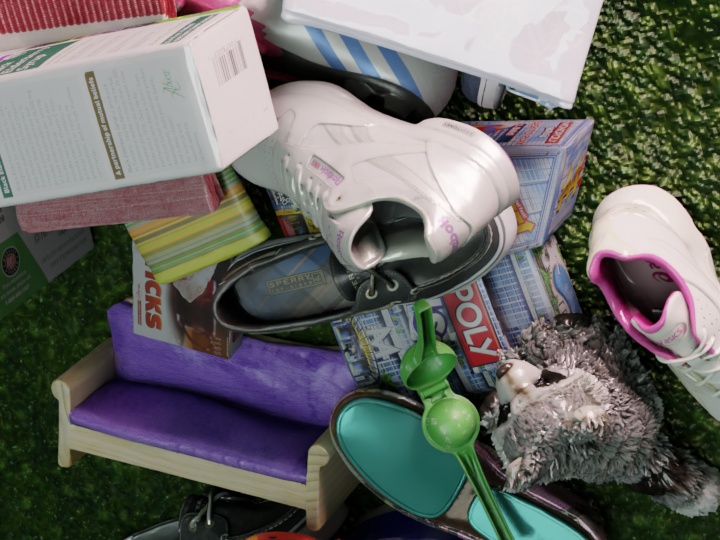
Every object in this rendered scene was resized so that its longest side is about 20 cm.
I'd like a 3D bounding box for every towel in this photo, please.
[{"bbox_3d":[-0.134,-0.092,1.579,0.086,0.018,0.200,-21,103,27],"label":"towel"},{"bbox_3d":[-0.169,-0.123,1.558,0.144,0.023,0.200,-4,109,25],"label":"towel"}]

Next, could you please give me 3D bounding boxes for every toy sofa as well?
[{"bbox_3d":[-0.097,0.092,1.682,0.200,0.083,0.098,13,116,19],"label":"toy sofa"}]

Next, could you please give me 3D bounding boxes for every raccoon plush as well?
[{"bbox_3d":[0.157,0.105,1.525,0.200,0.134,0.097,25,111,-16],"label":"raccoon plush"}]

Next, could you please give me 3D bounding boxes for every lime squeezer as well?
[{"bbox_3d":[0.059,0.085,1.569,0.071,0.038,0.200,26,144,50],"label":"lime squeezer"}]

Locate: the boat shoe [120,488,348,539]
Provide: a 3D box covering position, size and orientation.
[{"bbox_3d":[-0.099,0.184,1.729,0.200,0.072,0.071,-28,103,31],"label":"boat shoe"}]

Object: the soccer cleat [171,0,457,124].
[{"bbox_3d":[-0.032,-0.153,1.563,0.200,0.086,0.070,24,162,5],"label":"soccer cleat"}]

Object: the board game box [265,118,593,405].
[{"bbox_3d":[0.063,-0.014,1.587,0.200,0.062,0.200,-14,105,28],"label":"board game box"}]

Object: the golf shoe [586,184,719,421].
[{"bbox_3d":[0.202,0.044,1.537,0.200,0.092,0.075,48,119,-3],"label":"golf shoe"}]

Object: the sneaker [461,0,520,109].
[{"bbox_3d":[0.032,-0.200,1.506,0.146,0.077,0.202,5,103,9],"label":"sneaker"}]

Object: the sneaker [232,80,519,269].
[{"bbox_3d":[-0.011,-0.054,1.495,0.200,0.100,0.075,12,138,35],"label":"sneaker"}]

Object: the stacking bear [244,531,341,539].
[{"bbox_3d":[-0.086,0.233,1.644,0.114,0.121,0.200,47,127,-7],"label":"stacking bear"}]

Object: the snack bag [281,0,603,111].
[{"bbox_3d":[0.059,-0.208,1.450,0.188,0.021,0.200,18,103,2],"label":"snack bag"}]

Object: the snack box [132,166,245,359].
[{"bbox_3d":[-0.109,-0.039,1.626,0.072,0.024,0.200,15,124,19],"label":"snack box"}]

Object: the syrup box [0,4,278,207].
[{"bbox_3d":[-0.158,-0.093,1.506,0.200,0.079,0.081,-7,108,27],"label":"syrup box"}]

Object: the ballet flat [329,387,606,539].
[{"bbox_3d":[0.069,0.134,1.637,0.200,0.071,0.069,30,106,-3],"label":"ballet flat"}]

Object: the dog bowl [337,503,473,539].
[{"bbox_3d":[0.051,0.254,1.693,0.200,0.079,0.200,8,114,19],"label":"dog bowl"}]

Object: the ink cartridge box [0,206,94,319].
[{"bbox_3d":[-0.257,-0.082,1.643,0.084,0.145,0.200,-4,109,23],"label":"ink cartridge box"}]

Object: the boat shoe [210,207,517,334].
[{"bbox_3d":[0.000,0.000,1.550,0.200,0.057,0.069,-17,104,27],"label":"boat shoe"}]
